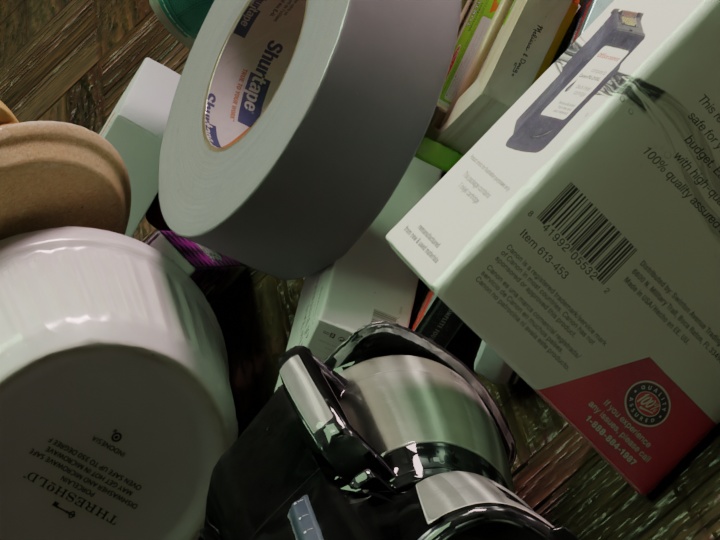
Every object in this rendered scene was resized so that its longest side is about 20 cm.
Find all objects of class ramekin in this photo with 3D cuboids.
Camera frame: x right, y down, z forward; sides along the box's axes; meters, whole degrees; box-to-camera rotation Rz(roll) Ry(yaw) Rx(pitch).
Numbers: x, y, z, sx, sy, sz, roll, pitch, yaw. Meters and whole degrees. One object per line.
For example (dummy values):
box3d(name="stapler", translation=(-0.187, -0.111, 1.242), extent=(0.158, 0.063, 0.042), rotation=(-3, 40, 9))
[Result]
box3d(name="ramekin", translation=(-0.156, 0.086, 1.491), extent=(0.202, 0.202, 0.094), rotation=(-45, 33, 4))

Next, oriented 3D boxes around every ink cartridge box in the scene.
box3d(name="ink cartridge box", translation=(0.135, -0.029, 1.212), extent=(0.200, 0.145, 0.084), rotation=(-46, 22, 2))

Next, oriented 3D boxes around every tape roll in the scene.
box3d(name="tape roll", translation=(-0.029, -0.098, 1.460), extent=(0.200, 0.066, 0.201), rotation=(-47, 30, 38))

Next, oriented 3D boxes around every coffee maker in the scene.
box3d(name="coffee maker", translation=(0.005, 0.146, 1.210), extent=(0.200, 0.134, 0.193), rotation=(-114, 46, -67))

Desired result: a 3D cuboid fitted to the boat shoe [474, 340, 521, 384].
box3d(name="boat shoe", translation=(0.120, -0.019, 1.321), extent=(0.201, 0.071, 0.072), rotation=(-61, 4, 28))

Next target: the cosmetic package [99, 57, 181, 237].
box3d(name="cosmetic package", translation=(-0.172, -0.025, 1.777), extent=(0.201, 0.051, 0.151), rotation=(-59, 9, 16))

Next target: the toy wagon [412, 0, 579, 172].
box3d(name="toy wagon", translation=(0.058, -0.135, 1.457), extent=(0.156, 0.039, 0.200), rotation=(-64, 18, 6))

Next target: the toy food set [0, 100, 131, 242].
box3d(name="toy food set", translation=(-0.216, -0.010, 1.514), extent=(0.198, 0.199, 0.049), rotation=(-52, 56, 23))

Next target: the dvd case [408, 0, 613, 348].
box3d(name="dvd case", translation=(0.073, -0.041, 1.407), extent=(0.200, 0.022, 0.146), rotation=(-60, 5, 50))

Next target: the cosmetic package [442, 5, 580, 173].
box3d(name="cosmetic package", translation=(0.022, -0.117, 1.610), extent=(0.200, 0.113, 0.081), rotation=(-44, 22, 10))

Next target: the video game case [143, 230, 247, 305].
box3d(name="video game case", translation=(-0.153, 0.050, 1.635), extent=(0.181, 0.036, 0.200), rotation=(-45, -4, 4))

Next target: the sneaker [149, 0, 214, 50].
box3d(name="sneaker", translation=(-0.032, -0.157, 1.668), extent=(0.080, 0.199, 0.072), rotation=(-29, 56, 42))

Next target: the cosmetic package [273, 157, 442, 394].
box3d(name="cosmetic package", translation=(0.000, 0.000, 1.492), extent=(0.201, 0.050, 0.083), rotation=(-76, 8, -52))

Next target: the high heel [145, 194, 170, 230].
box3d(name="high heel", translation=(-0.071, -0.109, 1.823), extent=(0.096, 0.067, 0.201), rotation=(2, 65, 48))
